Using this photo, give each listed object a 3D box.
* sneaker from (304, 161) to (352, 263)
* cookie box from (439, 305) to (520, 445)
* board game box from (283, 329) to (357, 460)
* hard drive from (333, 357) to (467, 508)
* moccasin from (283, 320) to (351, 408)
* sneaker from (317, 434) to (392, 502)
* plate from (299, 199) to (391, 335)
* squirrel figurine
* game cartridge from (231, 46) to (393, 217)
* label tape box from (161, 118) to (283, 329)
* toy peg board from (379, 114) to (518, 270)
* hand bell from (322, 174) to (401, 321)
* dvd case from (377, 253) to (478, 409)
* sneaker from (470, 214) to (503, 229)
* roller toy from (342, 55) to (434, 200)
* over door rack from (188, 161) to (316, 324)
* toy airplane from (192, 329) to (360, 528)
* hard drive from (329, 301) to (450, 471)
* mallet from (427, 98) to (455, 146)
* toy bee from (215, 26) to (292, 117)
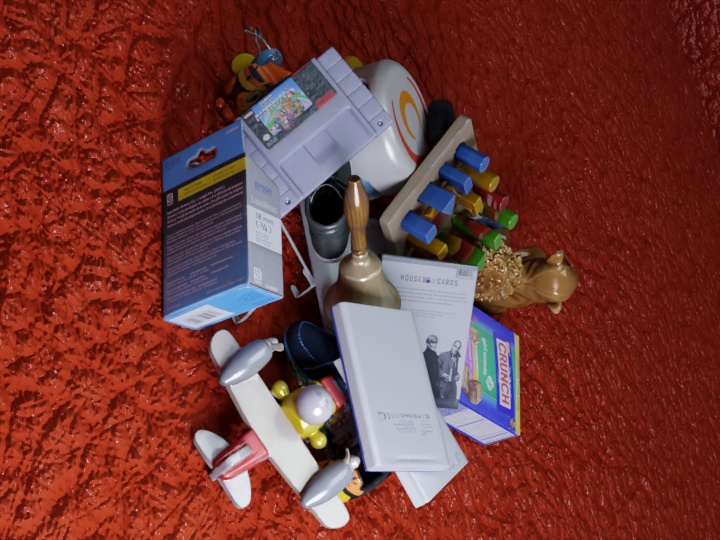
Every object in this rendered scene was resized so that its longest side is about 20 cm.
[{"bbox_3d":[-0.042,-0.121,1.475,0.099,0.069,0.203,95,-9,-69],"label":"sneaker"},{"bbox_3d":[0.160,0.148,1.719,0.199,0.075,0.174,33,50,-42],"label":"cookie box"},{"bbox_3d":[-0.030,0.182,1.487,0.104,0.023,0.203,-25,95,-58],"label":"board game box"},{"bbox_3d":[0.053,0.178,1.417,0.202,0.026,0.132,60,31,2],"label":"hard drive"},{"bbox_3d":[-0.014,0.120,1.458,0.199,0.068,0.081,38,46,-36],"label":"moccasin"},{"bbox_3d":[0.021,0.239,1.428,0.199,0.089,0.071,-24,92,-54],"label":"sneaker"},{"bbox_3d":[0.000,0.000,1.590,0.198,0.032,0.203,15,58,-53],"label":"plate"},{"bbox_3d":[0.235,0.013,1.773,0.198,0.185,0.144,3,97,-43],"label":"squirrel figurine"},{"bbox_3d":[-0.069,-0.174,1.409,0.200,0.038,0.130,-42,96,-20],"label":"game cartridge"},{"bbox_3d":[-0.161,-0.050,1.307,0.063,0.143,0.203,21,58,-47],"label":"label tape box"},{"bbox_3d":[0.139,-0.076,1.624,0.201,0.097,0.200,-52,153,-16],"label":"toy peg board"},{"bbox_3d":[-0.001,-0.034,1.414,0.105,0.103,0.202,-64,159,-46],"label":"hand bell"},{"bbox_3d":[0.080,0.085,1.556,0.148,0.025,0.203,7,93,-22],"label":"dvd case"},{"bbox_3d":[0.159,-0.090,1.849,0.199,0.075,0.080,25,63,-37],"label":"sneaker"},{"bbox_3d":[0.011,-0.198,1.622,0.202,0.138,0.183,66,26,-21],"label":"roller toy"},{"bbox_3d":[-0.127,-0.052,1.425,0.147,0.066,0.203,-20,91,-55],"label":"over door rack"},{"bbox_3d":[-0.090,0.177,1.297,0.198,0.141,0.201,26,45,-29],"label":"toy airplane"},{"bbox_3d":[0.036,0.141,1.370,0.131,0.025,0.203,10,59,-44],"label":"hard drive"},{"bbox_3d":[0.139,-0.160,1.685,0.201,0.041,0.067,66,20,-44],"label":"mallet"},{"bbox_3d":[-0.138,-0.243,1.493,0.200,0.108,0.131,45,9,-51],"label":"toy bee"}]
